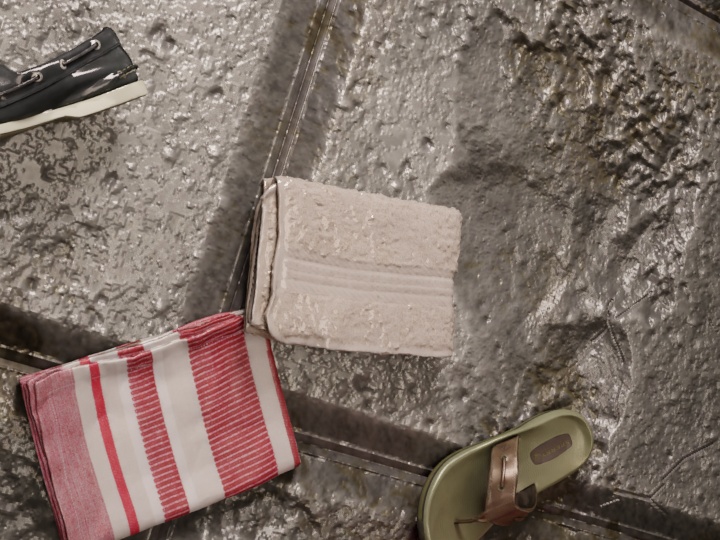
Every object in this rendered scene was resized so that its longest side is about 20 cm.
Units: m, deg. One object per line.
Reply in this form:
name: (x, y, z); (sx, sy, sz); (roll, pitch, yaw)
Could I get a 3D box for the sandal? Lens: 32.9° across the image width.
sandal: (0.131, 0.182, 1.067); (0.201, 0.057, 0.080); (-30, 106, -23)

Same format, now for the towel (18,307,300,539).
towel: (-0.149, 0.121, 0.939); (0.200, 0.023, 0.144); (-18, 102, -26)

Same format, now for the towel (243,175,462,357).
towel: (0.000, 0.000, 0.993); (0.200, 0.034, 0.133); (7, 87, -33)

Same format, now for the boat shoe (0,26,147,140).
boat shoe: (-0.247, -0.125, 0.846); (0.199, 0.074, 0.066); (-21, 100, -26)
